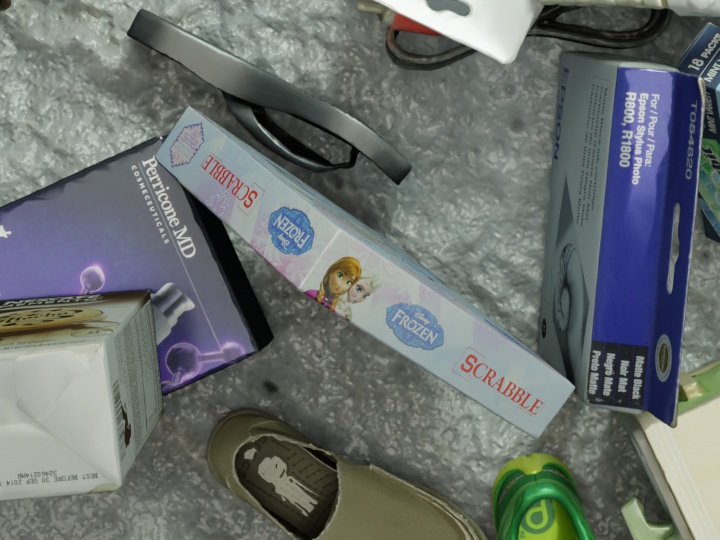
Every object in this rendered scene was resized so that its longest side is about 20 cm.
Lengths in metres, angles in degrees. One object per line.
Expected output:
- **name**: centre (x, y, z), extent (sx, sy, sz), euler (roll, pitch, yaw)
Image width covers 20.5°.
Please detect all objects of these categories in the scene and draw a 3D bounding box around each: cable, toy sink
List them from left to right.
- **cable**: centre (0.094, -0.161, 1.244), extent (0.199, 0.050, 0.098), euler (14, 87, 1)
- **toy sink**: centre (0.226, 0.113, 1.219), extent (0.199, 0.130, 0.112), euler (-26, 92, 4)

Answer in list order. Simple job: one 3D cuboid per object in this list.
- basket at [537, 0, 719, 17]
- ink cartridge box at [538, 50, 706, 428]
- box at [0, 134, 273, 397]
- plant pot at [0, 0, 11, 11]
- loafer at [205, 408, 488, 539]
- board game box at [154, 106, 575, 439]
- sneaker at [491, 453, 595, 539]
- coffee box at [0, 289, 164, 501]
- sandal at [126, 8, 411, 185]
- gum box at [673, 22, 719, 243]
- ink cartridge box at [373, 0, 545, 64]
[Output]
- **basket**: centre (0.180, -0.243, 1.132), extent (0.123, 0.135, 0.201), euler (6, 98, 43)
- **ink cartridge box**: centre (0.148, -0.025, 1.168), extent (0.040, 0.200, 0.201), euler (3, 98, -8)
- **box**: centre (-0.173, 0.020, 1.236), extent (0.199, 0.104, 0.148), euler (-25, 92, 3)
- **plant pot**: centre (-0.283, -0.278, 1.188), extent (0.199, 0.200, 0.199), euler (13, 85, 1)
- **loafer**: centre (-0.009, 0.155, 1.257), extent (0.199, 0.068, 0.076), euler (25, 94, 0)
- **board game box**: centre (0.000, 0.000, 1.145), extent (0.200, 0.199, 0.041), euler (33, 94, -36)
- **sneaker**: centre (0.123, 0.217, 1.249), extent (0.074, 0.084, 0.201), euler (-16, 95, 2)
- **coffee box**: centre (-0.176, 0.065, 1.086), extent (0.112, 0.200, 0.080), euler (-6, 97, 1)
- **sandal**: centre (-0.058, -0.100, 1.245), extent (0.200, 0.076, 0.043), euler (28, 92, 10)
- **gum box**: centre (0.285, -0.044, 1.150), extent (0.200, 0.170, 0.045), euler (26, 68, 30)
- **ink cartridge box**: centre (0.072, -0.215, 1.199), extent (0.116, 0.068, 0.201), euler (26, 70, 0)
